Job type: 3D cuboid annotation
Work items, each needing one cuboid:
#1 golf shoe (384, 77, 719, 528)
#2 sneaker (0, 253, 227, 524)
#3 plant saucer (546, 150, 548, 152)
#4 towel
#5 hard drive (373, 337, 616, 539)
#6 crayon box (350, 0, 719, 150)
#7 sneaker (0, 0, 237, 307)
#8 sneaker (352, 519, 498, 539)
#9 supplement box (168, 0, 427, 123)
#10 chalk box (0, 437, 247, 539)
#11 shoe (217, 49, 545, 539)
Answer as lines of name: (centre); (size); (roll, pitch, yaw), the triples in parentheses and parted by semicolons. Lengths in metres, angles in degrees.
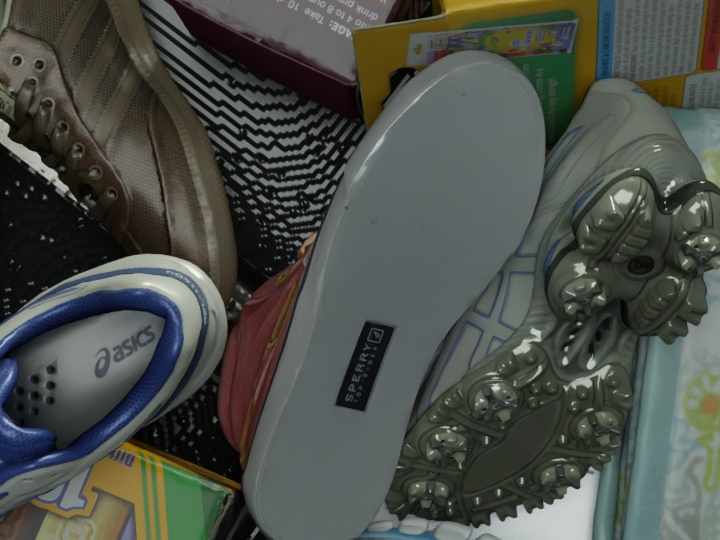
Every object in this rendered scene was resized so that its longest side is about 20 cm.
golf shoe: (0.070, 0.015, 0.996); (0.078, 0.097, 0.200); (18, 128, -25)
sneaker: (-0.138, 0.057, 0.906); (0.200, 0.088, 0.075); (-38, 89, 0)
plant saucer: (0.161, -0.075, 1.060); (0.200, 0.032, 0.201); (0, 86, 1)
towel: (0.185, 0.041, 1.020); (0.171, 0.048, 0.200); (4, 100, -10)
hard drive: (0.039, 0.105, 1.054); (0.132, 0.025, 0.200); (16, 87, 2)
crayon box: (0.096, -0.097, 0.980); (0.200, 0.126, 0.052); (-9, 67, 0)
sneaker: (-0.115, -0.065, 1.037); (0.075, 0.070, 0.200); (-17, 75, -22)
sneaker: (0.059, 0.164, 0.969); (0.200, 0.075, 0.087); (25, 44, 15)
supplement box: (0.008, -0.170, 1.027); (0.086, 0.110, 0.200); (27, 87, 3)
chalk box: (-0.139, 0.152, 1.005); (0.124, 0.125, 0.200); (24, 86, 2)
shoe: (0.000, 0.000, 0.984); (0.071, 0.091, 0.200); (17, 106, -22)
